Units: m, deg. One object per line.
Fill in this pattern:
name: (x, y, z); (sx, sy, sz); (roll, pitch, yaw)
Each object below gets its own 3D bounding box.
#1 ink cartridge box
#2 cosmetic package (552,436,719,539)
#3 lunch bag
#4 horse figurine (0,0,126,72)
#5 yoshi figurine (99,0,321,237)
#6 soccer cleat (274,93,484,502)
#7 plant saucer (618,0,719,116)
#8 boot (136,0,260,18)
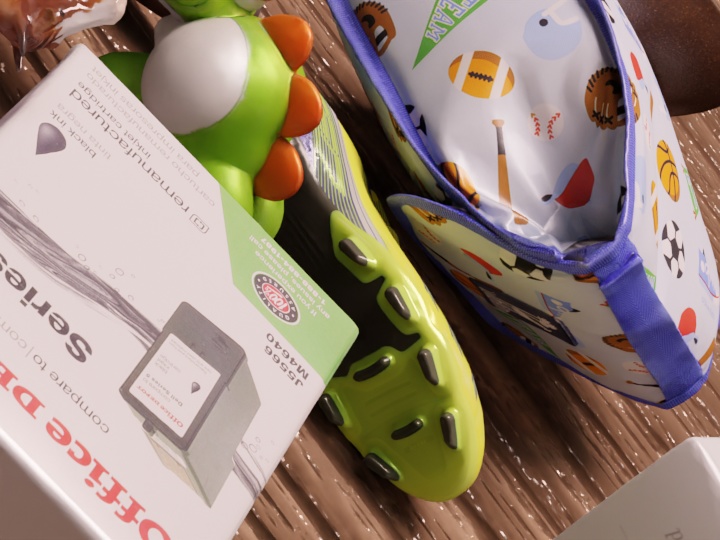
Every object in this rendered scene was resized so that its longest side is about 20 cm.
ink cartridge box: (-0.100, 0.035, 0.922); (0.146, 0.084, 0.200); (46, 29, -8)
cosmetic package: (0.152, 0.172, 1.036); (0.200, 0.165, 0.165); (5, 51, -52)
lunch bag: (0.075, -0.048, 1.185); (0.201, 0.123, 0.170); (63, 6, 28)
horse figurine: (-0.101, -0.177, 0.937); (0.132, 0.050, 0.201); (-23, 93, -27)
yoshi figurine: (-0.075, -0.104, 1.042); (0.112, 0.112, 0.201); (-1, 87, -22)
soccer cleat: (0.000, -0.001, 1.127); (0.084, 0.065, 0.201); (-7, 61, -59)
plant saucer: (0.096, -0.135, 1.353); (0.200, 0.037, 0.200); (37, -12, 9)
boot: (-0.139, -0.128, 1.084); (0.186, 0.064, 0.200); (44, 31, -5)
